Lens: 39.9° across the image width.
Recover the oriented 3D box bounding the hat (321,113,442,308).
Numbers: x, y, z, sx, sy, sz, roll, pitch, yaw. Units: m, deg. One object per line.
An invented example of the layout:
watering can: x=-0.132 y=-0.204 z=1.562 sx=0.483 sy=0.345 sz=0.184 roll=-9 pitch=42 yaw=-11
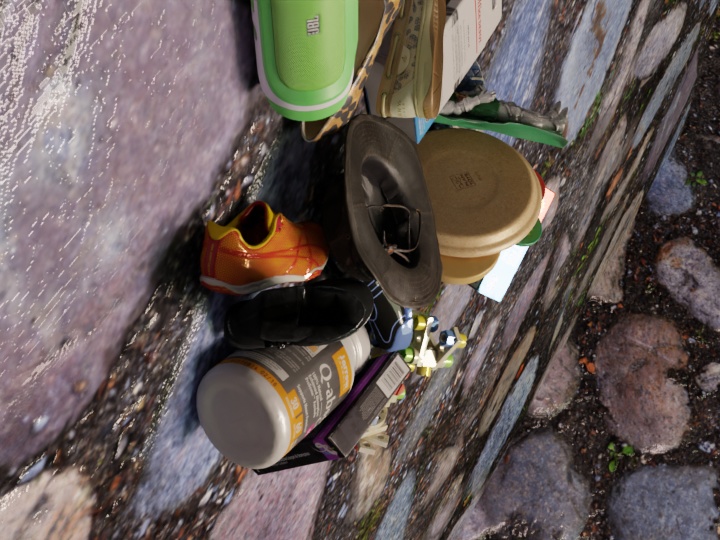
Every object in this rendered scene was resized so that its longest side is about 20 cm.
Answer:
hat: x=0.008 y=-0.053 z=1.012 sx=0.200 sy=0.080 sz=0.204 roll=31 pitch=52 yaw=-48

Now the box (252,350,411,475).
box: x=-0.042 y=0.170 z=1.167 sx=0.199 sy=0.036 sz=0.143 roll=-22 pitch=-159 yaw=52

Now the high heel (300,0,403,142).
high heel: x=-0.017 y=-0.210 z=0.894 sx=0.201 sy=0.070 sz=0.144 roll=90 pitch=25 yaw=-67

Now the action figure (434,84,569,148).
action figure: x=0.139 y=-0.188 z=1.158 sx=0.118 sy=0.196 sz=0.056 roll=-95 pitch=-168 yaw=-73

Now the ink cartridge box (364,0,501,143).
ink cartridge box: x=0.082 y=-0.258 z=1.095 sx=0.201 sy=0.067 sz=0.117 roll=-56 pitch=158 yaw=-21

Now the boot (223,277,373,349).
boot: x=-0.037 y=0.036 z=0.927 sx=0.162 sy=0.067 sz=0.200 roll=-14 pitch=175 yaw=-18

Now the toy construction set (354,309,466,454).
toy construction set: x=0.046 y=0.132 z=1.242 sx=0.091 sy=0.131 sz=0.202 roll=24 pitch=103 yaw=-36

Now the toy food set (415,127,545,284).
toy food set: x=0.116 y=-0.086 z=1.138 sx=0.197 sy=0.200 sz=0.049 roll=-31 pitch=149 yaw=-23

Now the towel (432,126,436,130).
towel: x=0.121 y=-0.147 z=1.377 sx=0.146 sy=0.030 sz=0.203 roll=-16 pitch=129 yaw=-63

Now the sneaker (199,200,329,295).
sneaker: x=-0.081 y=-0.029 z=0.958 sx=0.199 sy=0.072 sz=0.078 roll=-23 pitch=127 yaw=-64

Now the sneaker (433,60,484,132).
sneaker: x=0.118 y=-0.198 z=1.248 sx=0.086 sy=0.076 sz=0.203 roll=-104 pitch=180 yaw=-60

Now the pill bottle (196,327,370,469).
pill bottle: x=-0.076 y=0.115 z=1.069 sx=0.200 sy=0.115 sz=0.118 roll=-36 pitch=146 yaw=-52

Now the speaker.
speaker: x=-0.046 y=-0.220 z=0.797 sx=0.089 sy=0.088 sz=0.202 roll=-50 pitch=155 yaw=-33

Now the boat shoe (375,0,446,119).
boat shoe: x=0.050 y=-0.246 z=0.983 sx=0.073 sy=0.062 sz=0.203 roll=60 pitch=32 yaw=-65

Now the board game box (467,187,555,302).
board game box: x=0.157 y=-0.062 z=1.299 sx=0.040 sy=0.200 sz=0.155 roll=24 pitch=98 yaw=-25

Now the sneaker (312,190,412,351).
sneaker: x=0.000 y=0.000 z=1.102 sx=0.077 sy=0.070 sz=0.203 roll=-18 pitch=100 yaw=-28

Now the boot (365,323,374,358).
boot: x=0.043 y=0.056 z=1.363 sx=0.164 sy=0.065 sz=0.203 roll=-25 pitch=132 yaw=-62
